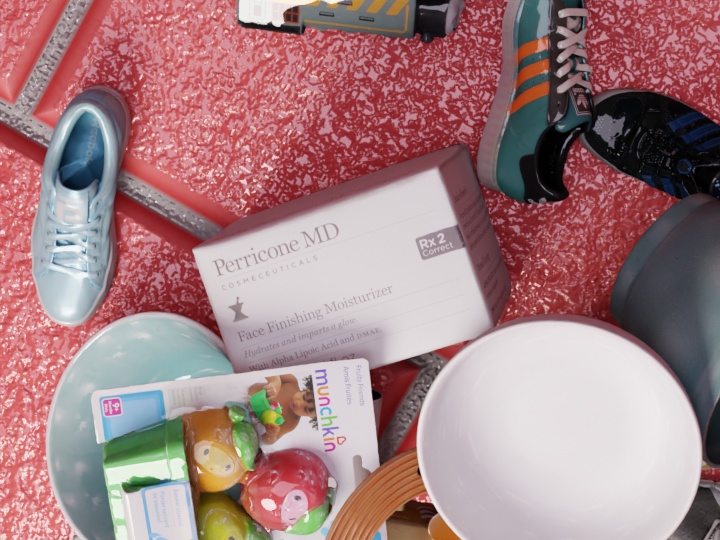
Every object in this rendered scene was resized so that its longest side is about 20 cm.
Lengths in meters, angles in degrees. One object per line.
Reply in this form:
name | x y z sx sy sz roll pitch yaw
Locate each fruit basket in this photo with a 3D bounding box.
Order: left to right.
fruit basket | -0.084 0.160 1.422 0.200 0.094 0.186 -4 115 2

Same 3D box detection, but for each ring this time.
ring | 0.052 0.223 1.458 0.200 0.019 0.201 -7 104 -29

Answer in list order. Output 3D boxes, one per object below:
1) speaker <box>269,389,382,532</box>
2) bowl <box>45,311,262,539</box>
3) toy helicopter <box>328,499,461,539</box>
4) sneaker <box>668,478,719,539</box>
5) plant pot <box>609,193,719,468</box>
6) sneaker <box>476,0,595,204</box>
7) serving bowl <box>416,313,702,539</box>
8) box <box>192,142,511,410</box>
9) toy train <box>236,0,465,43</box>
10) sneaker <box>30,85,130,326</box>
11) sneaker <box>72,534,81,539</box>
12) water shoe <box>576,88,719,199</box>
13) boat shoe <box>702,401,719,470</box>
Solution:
speaker | -0.031 0.191 1.600 0.081 0.081 0.200 8 99 5
bowl | -0.142 0.136 1.574 0.200 0.105 0.201 -3 83 28
toy helicopter | 0.052 0.208 1.533 0.200 0.132 0.079 13 101 -37
sneaker | 0.316 0.227 1.549 0.200 0.115 0.075 21 99 3
plant pot | 0.271 0.026 1.457 0.134 0.200 0.200 40 101 29
sneaker | 0.152 -0.148 1.528 0.080 0.071 0.200 23 110 38
serving bowl | 0.143 0.117 1.405 0.200 0.066 0.200 3 110 9
box | 0.000 0.000 1.509 0.199 0.200 0.131 -18 95 11
toy train | -0.011 -0.237 1.537 0.200 0.085 0.114 7 125 4
sneaker | -0.234 -0.050 1.589 0.074 0.082 0.200 8 98 6
sneaker | -0.202 0.322 1.644 0.140 0.078 0.200 -41 82 11
water shoe | 0.264 -0.086 1.532 0.200 0.079 0.072 24 99 3
boat shoe | 0.183 0.121 1.534 0.200 0.072 0.065 0 98 0
